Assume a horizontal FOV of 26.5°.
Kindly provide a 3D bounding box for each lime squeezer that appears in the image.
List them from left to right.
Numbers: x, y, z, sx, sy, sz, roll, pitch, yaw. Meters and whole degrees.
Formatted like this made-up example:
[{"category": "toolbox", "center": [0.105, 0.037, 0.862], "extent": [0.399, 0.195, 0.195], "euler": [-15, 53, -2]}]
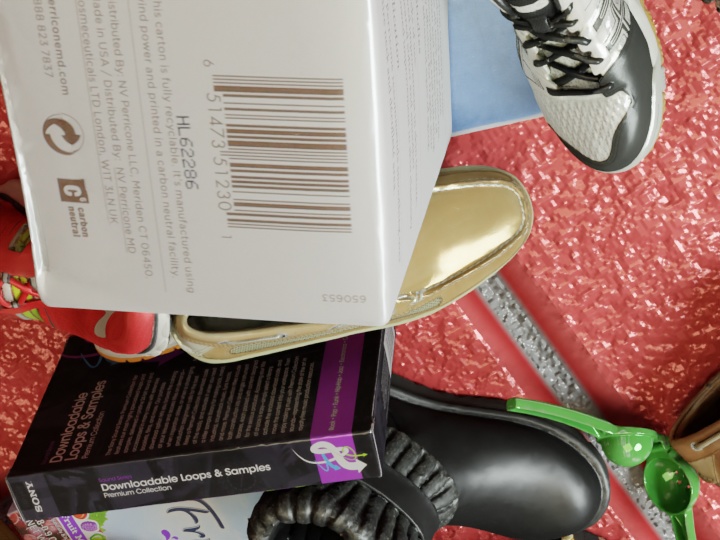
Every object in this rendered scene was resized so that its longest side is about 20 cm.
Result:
[{"category": "lime squeezer", "center": [0.159, 0.123, 0.901], "extent": [0.071, 0.038, 0.200], "euler": [-48, 109, -20]}]

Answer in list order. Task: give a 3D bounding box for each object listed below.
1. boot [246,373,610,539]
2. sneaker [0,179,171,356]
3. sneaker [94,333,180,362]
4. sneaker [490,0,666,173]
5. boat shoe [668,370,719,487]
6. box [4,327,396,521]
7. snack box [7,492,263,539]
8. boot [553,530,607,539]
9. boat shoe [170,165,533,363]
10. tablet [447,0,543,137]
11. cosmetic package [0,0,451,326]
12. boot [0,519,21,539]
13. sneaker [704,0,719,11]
[{"category": "boot", "center": [0.044, 0.138, 0.863], "extent": [0.210, 0.158, 0.080], "euler": [16, 118, -4]}, {"category": "sneaker", "center": [-0.171, 0.006, 0.798], "extent": [0.199, 0.085, 0.078], "euler": [15, 114, 46]}, {"category": "sneaker", "center": [-0.071, -0.017, 0.843], "extent": [0.199, 0.076, 0.092], "euler": [-17, 110, 11]}, {"category": "sneaker", "center": [0.090, -0.130, 0.737], "extent": [0.075, 0.088, 0.201], "euler": [-4, 116, 34]}, {"category": "boat shoe", "center": [0.244, 0.047, 0.849], "extent": [0.074, 0.076, 0.201], "euler": [28, 115, -7]}, {"category": "box", "center": [-0.083, 0.073, 0.849], "extent": [0.198, 0.143, 0.036], "euler": [-7, 118, 9]}, {"category": "snack box", "center": [-0.092, 0.180, 0.947], "extent": [0.168, 0.068, 0.201], "euler": [-21, 115, 15]}, {"category": "boot", "center": [0.108, 0.216, 0.902], "extent": [0.199, 0.151, 0.074], "euler": [18, 118, -6]}, {"category": "boat shoe", "center": [0.000, 0.000, 0.773], "extent": [0.199, 0.076, 0.072], "euler": [-24, 90, -7]}, {"category": "tablet", "center": [0.045, -0.165, 0.788], "extent": [0.129, 0.014, 0.201], "euler": [-11, 117, 10]}, {"category": "cosmetic package", "center": [-0.052, -0.097, 0.714], "extent": [0.165, 0.200, 0.168], "euler": [2, 120, 12]}, {"category": "boot", "center": [-0.201, 0.247, 0.969], "extent": [0.073, 0.156, 0.200], "euler": [-38, 74, -14]}, {"category": "sneaker", "center": [0.238, -0.149, 0.751], "extent": [0.199, 0.077, 0.085], "euler": [22, 96, -6]}]
